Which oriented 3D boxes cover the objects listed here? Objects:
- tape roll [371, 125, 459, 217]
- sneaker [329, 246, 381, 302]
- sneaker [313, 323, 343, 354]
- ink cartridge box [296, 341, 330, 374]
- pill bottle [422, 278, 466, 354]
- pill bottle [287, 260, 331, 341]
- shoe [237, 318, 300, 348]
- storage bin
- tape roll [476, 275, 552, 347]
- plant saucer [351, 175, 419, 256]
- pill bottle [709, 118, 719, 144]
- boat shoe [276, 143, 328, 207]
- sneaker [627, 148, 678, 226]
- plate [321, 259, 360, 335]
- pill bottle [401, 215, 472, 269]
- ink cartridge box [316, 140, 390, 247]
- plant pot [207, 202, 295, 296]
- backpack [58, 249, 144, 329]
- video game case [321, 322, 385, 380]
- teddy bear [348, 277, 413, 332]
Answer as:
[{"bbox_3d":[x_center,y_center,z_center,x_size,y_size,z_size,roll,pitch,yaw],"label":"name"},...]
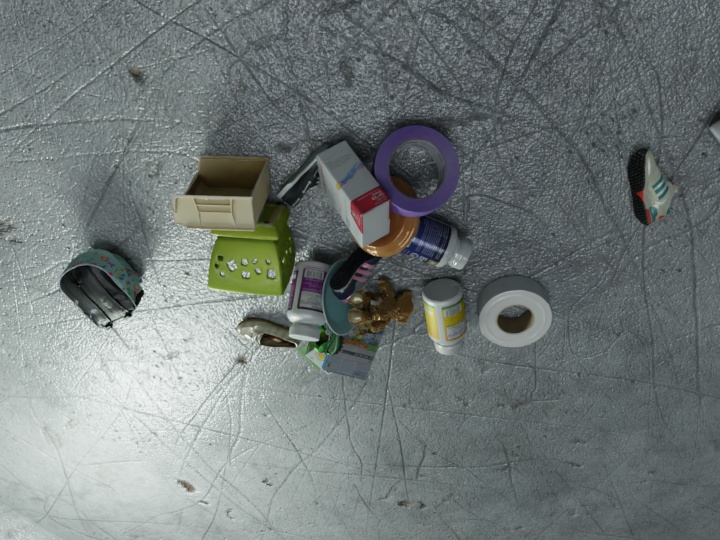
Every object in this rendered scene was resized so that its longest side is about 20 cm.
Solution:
[{"bbox_3d":[0.126,-0.228,1.380,0.198,0.066,0.203,0,86,-6],"label":"tape roll"},{"bbox_3d":[0.000,0.000,1.574,0.200,0.070,0.082,-43,140,-18],"label":"sneaker"},{"bbox_3d":[-0.094,0.134,1.660,0.077,0.203,0.085,-10,170,37],"label":"sneaker"},{"bbox_3d":[-0.096,0.246,1.799,0.199,0.060,0.104,-35,115,25],"label":"ink cartridge box"},{"bbox_3d":[0.238,0.133,1.657,0.111,0.113,0.202,-7,123,10],"label":"pill bottle"},{"bbox_3d":[-0.137,0.083,1.596,0.111,0.202,0.112,7,166,2],"label":"pill bottle"},{"bbox_3d":[-0.275,0.194,1.785,0.198,0.054,0.070,11,125,-2],"label":"shoe"},{"bbox_3d":[-0.330,-0.191,1.438,0.196,0.201,0.095,3,127,4],"label":"storage bin"},{"bbox_3d":[0.424,0.116,1.653,0.200,0.071,0.204,2,125,3],"label":"tape roll"},{"bbox_3d":[0.050,-0.135,1.460,0.198,0.037,0.203,-1,88,32],"label":"plant saucer"},{"bbox_3d":[0.874,-0.330,1.275,0.112,0.113,0.200,39,120,-20],"label":"pill bottle"},{"bbox_3d":[-0.128,-0.232,1.470,0.060,0.076,0.200,38,132,-18],"label":"boat shoe"},{"bbox_3d":[0.699,-0.208,1.415,0.093,0.070,0.201,-22,119,-1],"label":"sneaker"},{"bbox_3d":[-0.056,0.073,1.601,0.025,0.201,0.202,-1,127,29],"label":"plate"},{"bbox_3d":[0.179,-0.075,1.519,0.198,0.112,0.112,21,124,-9],"label":"pill bottle"},{"bbox_3d":[-0.015,-0.177,1.387,0.085,0.201,0.148,-28,156,-12],"label":"ink cartridge box"},{"bbox_3d":[-0.275,-0.068,1.524,0.196,0.201,0.183,5,118,2],"label":"plant pot"},{"bbox_3d":[-0.724,0.039,1.663,0.176,0.151,0.200,-25,126,18],"label":"backpack"},{"bbox_3d":[-0.015,0.211,1.729,0.142,0.018,0.202,17,101,-20],"label":"video game case"},{"bbox_3d":[0.050,0.099,1.651,0.198,0.067,0.147,-18,92,-28],"label":"teddy bear"}]
